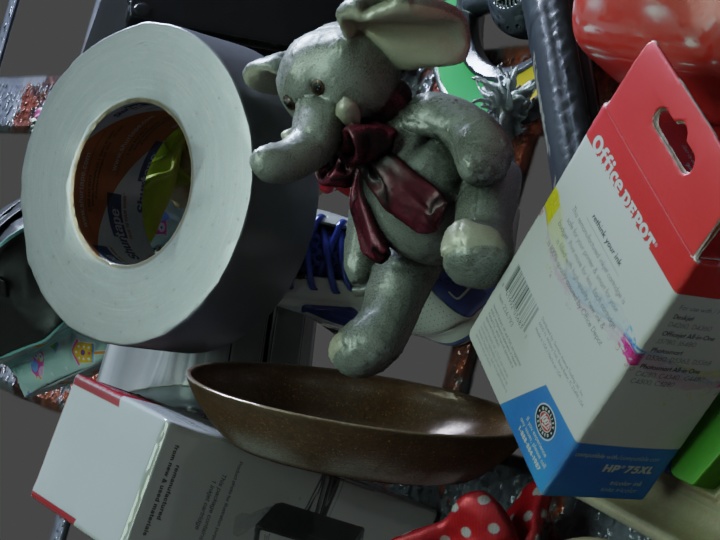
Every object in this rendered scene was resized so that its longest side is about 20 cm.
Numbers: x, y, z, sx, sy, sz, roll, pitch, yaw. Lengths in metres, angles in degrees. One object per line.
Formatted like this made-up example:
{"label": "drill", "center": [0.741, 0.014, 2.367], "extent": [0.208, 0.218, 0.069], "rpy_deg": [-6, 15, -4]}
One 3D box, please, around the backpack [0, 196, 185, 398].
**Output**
{"label": "backpack", "center": [-0.214, -0.003, 1.445], "extent": [0.200, 0.154, 0.176], "rpy_deg": [-46, 11, -36]}

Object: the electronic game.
{"label": "electronic game", "center": [0.109, -0.184, 1.156], "extent": [0.200, 0.041, 0.201], "rpy_deg": [-33, 48, 46]}

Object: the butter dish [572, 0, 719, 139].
{"label": "butter dish", "center": [0.178, -0.163, 0.936], "extent": [0.199, 0.147, 0.201], "rpy_deg": [23, 94, 59]}

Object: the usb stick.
{"label": "usb stick", "center": [0.115, -0.101, 1.036], "extent": [0.056, 0.032, 0.201], "rpy_deg": [99, 168, -56]}

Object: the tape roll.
{"label": "tape roll", "center": [-0.122, -0.050, 1.157], "extent": [0.199, 0.066, 0.202], "rpy_deg": [-6, 81, 36]}

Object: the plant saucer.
{"label": "plant saucer", "center": [-0.003, 0.087, 1.041], "extent": [0.200, 0.199, 0.037], "rpy_deg": [16, 98, 59]}

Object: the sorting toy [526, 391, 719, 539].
{"label": "sorting toy", "center": [0.166, 0.034, 0.955], "extent": [0.185, 0.036, 0.201], "rpy_deg": [24, 94, 59]}

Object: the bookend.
{"label": "bookend", "center": [-0.096, -0.140, 1.341], "extent": [0.200, 0.198, 0.093], "rpy_deg": [124, 149, -51]}

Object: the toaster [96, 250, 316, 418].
{"label": "toaster", "center": [-0.111, 0.057, 1.307], "extent": [0.200, 0.113, 0.130], "rpy_deg": [-16, 56, 54]}

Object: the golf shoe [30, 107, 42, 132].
{"label": "golf shoe", "center": [-0.227, -0.081, 1.582], "extent": [0.076, 0.091, 0.200], "rpy_deg": [62, 163, 19]}

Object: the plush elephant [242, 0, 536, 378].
{"label": "plush elephant", "center": [0.008, -0.072, 1.036], "extent": [0.165, 0.154, 0.201], "rpy_deg": [-38, 25, 57]}

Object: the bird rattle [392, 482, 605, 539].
{"label": "bird rattle", "center": [0.099, 0.199, 0.935], "extent": [0.162, 0.113, 0.201], "rpy_deg": [-18, 48, 37]}

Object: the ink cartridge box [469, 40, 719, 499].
{"label": "ink cartridge box", "center": [0.138, 0.003, 0.900], "extent": [0.201, 0.067, 0.117], "rpy_deg": [-61, 35, 35]}

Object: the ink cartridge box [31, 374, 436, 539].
{"label": "ink cartridge box", "center": [-0.076, 0.142, 1.122], "extent": [0.144, 0.199, 0.084], "rpy_deg": [15, 83, 59]}

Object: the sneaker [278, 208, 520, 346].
{"label": "sneaker", "center": [0.000, 0.000, 1.158], "extent": [0.199, 0.115, 0.081], "rpy_deg": [-16, 62, 53]}

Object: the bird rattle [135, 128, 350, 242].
{"label": "bird rattle", "center": [-0.080, -0.079, 1.288], "extent": [0.163, 0.199, 0.113], "rpy_deg": [68, -168, -80]}
